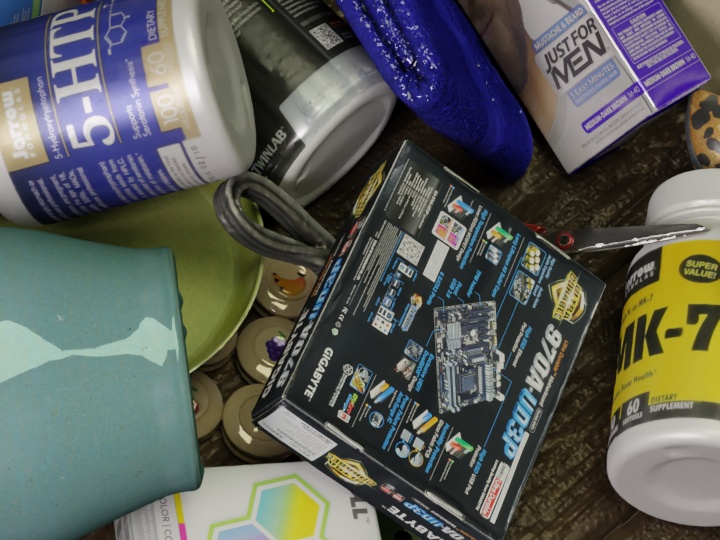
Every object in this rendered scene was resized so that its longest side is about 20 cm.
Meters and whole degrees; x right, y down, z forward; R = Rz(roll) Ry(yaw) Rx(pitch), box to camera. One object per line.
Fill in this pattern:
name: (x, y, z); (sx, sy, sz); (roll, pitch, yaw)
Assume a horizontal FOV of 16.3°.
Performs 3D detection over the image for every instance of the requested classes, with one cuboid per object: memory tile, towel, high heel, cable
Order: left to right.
memory tile: (-0.076, 0.044, 1.536); (0.198, 0.017, 0.154); (14, 57, -5)
cable: (0.000, 0.000, 1.515); (0.200, 0.050, 0.097); (49, 47, -20)
towel: (0.045, -0.142, 1.581); (0.049, 0.200, 0.148); (-36, 69, 11)
high heel: (0.316, -0.094, 1.671); (0.199, 0.071, 0.143); (-30, 88, -20)

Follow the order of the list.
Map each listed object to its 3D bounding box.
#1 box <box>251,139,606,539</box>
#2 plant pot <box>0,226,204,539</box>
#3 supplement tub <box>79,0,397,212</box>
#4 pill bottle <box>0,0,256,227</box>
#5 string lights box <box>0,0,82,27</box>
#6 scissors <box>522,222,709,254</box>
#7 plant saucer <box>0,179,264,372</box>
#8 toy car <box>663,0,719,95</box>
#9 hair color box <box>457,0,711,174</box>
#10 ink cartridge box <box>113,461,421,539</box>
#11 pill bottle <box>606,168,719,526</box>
box: (0.044, 0.046, 1.476); (0.158, 0.046, 0.201); (34, 57, -14)
plant pot: (-0.184, 0.065, 1.367); (0.186, 0.201, 0.201); (-7, 61, -5)
supplement tub: (-0.081, -0.142, 1.582); (0.122, 0.123, 0.200); (-38, 76, -30)
pill bottle: (-0.171, -0.092, 1.473); (0.198, 0.120, 0.121); (-15, 61, 10)
string lights box: (-0.255, -0.156, 1.557); (0.059, 0.103, 0.200); (41, 58, 14)
scissors: (0.115, -0.010, 1.562); (0.198, 0.014, 0.074); (10, 73, 23)
plant saucer: (-0.155, -0.003, 1.515); (0.198, 0.031, 0.201); (-1, 59, 1)
toy car: (0.263, -0.235, 1.710); (0.183, 0.178, 0.201); (11, 45, -4)
hair color box: (0.128, -0.176, 1.634); (0.065, 0.109, 0.201); (-28, 85, -35)
ink cartridge box: (-0.038, 0.169, 1.446); (0.198, 0.059, 0.105); (-2, 59, -16)
pill bottle: (0.216, 0.045, 1.553); (0.113, 0.115, 0.201); (14, 57, -6)
